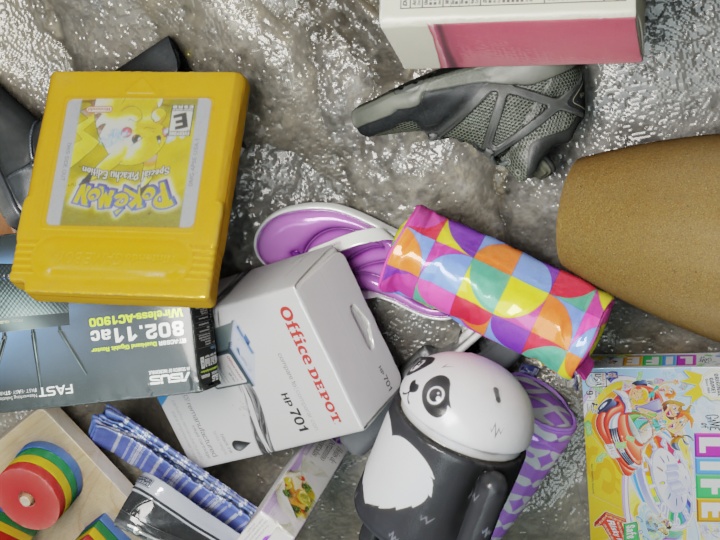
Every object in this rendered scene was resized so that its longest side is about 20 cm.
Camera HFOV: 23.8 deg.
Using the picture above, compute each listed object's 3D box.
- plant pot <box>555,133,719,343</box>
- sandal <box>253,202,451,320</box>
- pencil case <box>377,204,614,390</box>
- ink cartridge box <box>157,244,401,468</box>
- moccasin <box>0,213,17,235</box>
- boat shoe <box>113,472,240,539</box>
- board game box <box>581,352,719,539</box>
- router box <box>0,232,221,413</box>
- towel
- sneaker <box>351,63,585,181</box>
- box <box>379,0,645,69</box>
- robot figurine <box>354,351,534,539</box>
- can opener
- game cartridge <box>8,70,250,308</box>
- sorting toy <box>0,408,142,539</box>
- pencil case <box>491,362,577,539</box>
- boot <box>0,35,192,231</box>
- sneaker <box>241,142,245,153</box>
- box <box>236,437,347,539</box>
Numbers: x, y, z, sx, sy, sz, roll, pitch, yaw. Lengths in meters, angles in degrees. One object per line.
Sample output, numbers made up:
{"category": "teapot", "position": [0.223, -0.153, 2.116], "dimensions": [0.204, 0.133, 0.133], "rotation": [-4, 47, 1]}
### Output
{"category": "plant pot", "position": [0.267, -0.032, 1.381], "dimensions": [0.199, 0.186, 0.188], "rotation": [9, 112, 25]}
{"category": "sandal", "position": [0.001, -0.007, 1.500], "dimensions": [0.201, 0.050, 0.083], "rotation": [14, 112, 7]}
{"category": "pencil case", "position": [0.114, 0.022, 1.431], "dimensions": [0.199, 0.088, 0.089], "rotation": [28, 113, 7]}
{"category": "ink cartridge box", "position": [-0.086, 0.079, 1.507], "dimensions": [0.199, 0.086, 0.147], "rotation": [-16, 106, 36]}
{"category": "moccasin", "position": [-0.262, 0.013, 1.557], "dimensions": [0.077, 0.074, 0.203], "rotation": [-21, 95, 27]}
{"category": "boat shoe", "position": [-0.140, 0.269, 1.581], "dimensions": [0.199, 0.073, 0.068], "rotation": [40, 72, -24]}
{"category": "board game box", "position": [0.268, 0.172, 1.517], "dimensions": [0.133, 0.034, 0.202], "rotation": [-2, 109, 12]}
{"category": "router box", "position": [-0.226, 0.036, 1.443], "dimensions": [0.198, 0.062, 0.151], "rotation": [-7, 93, 11]}
{"category": "towel", "position": [-0.167, 0.197, 1.574], "dimensions": [0.199, 0.145, 0.024], "rotation": [35, 71, -2]}
{"category": "sneaker", "position": [0.094, -0.118, 1.425], "dimensions": [0.198, 0.076, 0.115], "rotation": [-12, 101, 10]}
{"category": "box", "position": [0.122, -0.235, 1.335], "dimensions": [0.198, 0.109, 0.129], "rotation": [0, 77, 13]}
{"category": "robot figurine", "position": [0.067, 0.166, 1.435], "dimensions": [0.150, 0.125, 0.201], "rotation": [29, 111, 18]}
{"category": "can opener", "position": [0.068, 0.104, 1.525], "dimensions": [0.067, 0.053, 0.200], "rotation": [43, 113, -5]}
{"category": "game cartridge", "position": [-0.189, -0.069, 1.397], "dimensions": [0.175, 0.032, 0.201], "rotation": [1, 67, 14]}
{"category": "sorting toy", "position": [-0.302, 0.257, 1.631], "dimensions": [0.200, 0.070, 0.199], "rotation": [-37, 99, 33]}
{"category": "pencil case", "position": [0.114, 0.184, 1.526], "dimensions": [0.085, 0.084, 0.201], "rotation": [15, 116, -31]}
{"category": "boot", "position": [-0.244, -0.148, 1.488], "dimensions": [0.199, 0.066, 0.166], "rotation": [-29, 80, 14]}
{"category": "sneaker", "position": [-0.158, -0.030, 1.493], "dimensions": [0.087, 0.075, 0.200], "rotation": [44, 101, 11]}
{"category": "box", "position": [-0.055, 0.193, 1.504], "dimensions": [0.039, 0.200, 0.041], "rotation": [40, 112, -1]}
